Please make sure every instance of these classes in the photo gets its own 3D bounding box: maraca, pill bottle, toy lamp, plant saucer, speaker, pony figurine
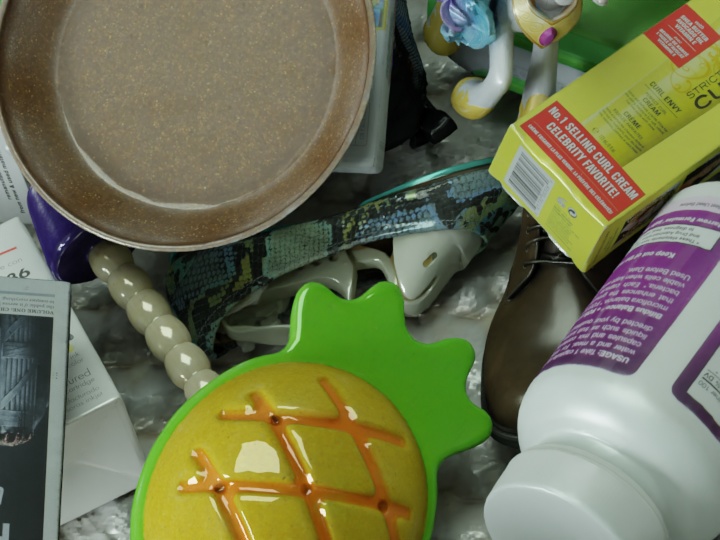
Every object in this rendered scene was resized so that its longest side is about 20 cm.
[{"bbox_3d":[-0.023,0.096,1.408,0.137,0.107,0.200,39,70,-5],"label":"maraca"},{"bbox_3d":[0.142,0.061,1.400,0.112,0.112,0.200,17,52,32],"label":"pill bottle"},{"bbox_3d":[-0.105,0.026,1.515,0.058,0.058,0.200,-29,62,-13],"label":"toy lamp"},{"bbox_3d":[-0.086,-0.106,1.514,0.200,0.037,0.201,-2,81,13],"label":"plant saucer"},{"bbox_3d":[0.133,-0.122,1.618,0.200,0.089,0.088,24,56,36],"label":"speaker"},{"bbox_3d":[0.086,-0.174,1.500,0.166,0.200,0.193,1,63,-12],"label":"pony figurine"}]

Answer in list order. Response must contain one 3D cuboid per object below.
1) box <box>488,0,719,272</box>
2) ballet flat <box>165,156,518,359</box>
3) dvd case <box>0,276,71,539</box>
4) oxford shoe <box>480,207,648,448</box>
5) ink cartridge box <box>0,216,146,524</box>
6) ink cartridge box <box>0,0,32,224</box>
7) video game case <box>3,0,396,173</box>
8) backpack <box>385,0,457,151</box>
[{"bbox_3d":[0.161,-0.085,1.483,0.200,0.050,0.075,-34,74,-25],"label":"box"},{"bbox_3d":[0.000,0.000,1.557,0.200,0.074,0.074,-17,42,3],"label":"ballet flat"},{"bbox_3d":[-0.214,0.083,1.405,0.150,0.025,0.200,5,50,-8],"label":"dvd case"},{"bbox_3d":[0.098,0.003,1.499,0.073,0.084,0.200,2,47,18],"label":"oxford shoe"},{"bbox_3d":[-0.200,0.051,1.554,0.116,0.068,0.200,-26,43,-9],"label":"ink cartridge box"},{"bbox_3d":[-0.256,-0.107,1.728,0.200,0.084,0.145,3,46,21],"label":"ink cartridge box"},{"bbox_3d":[-0.079,-0.144,1.549,0.200,0.023,0.182,3,83,13],"label":"video game case"},{"bbox_3d":[-0.065,-0.151,1.644,0.200,0.154,0.191,-13,56,4],"label":"backpack"}]
